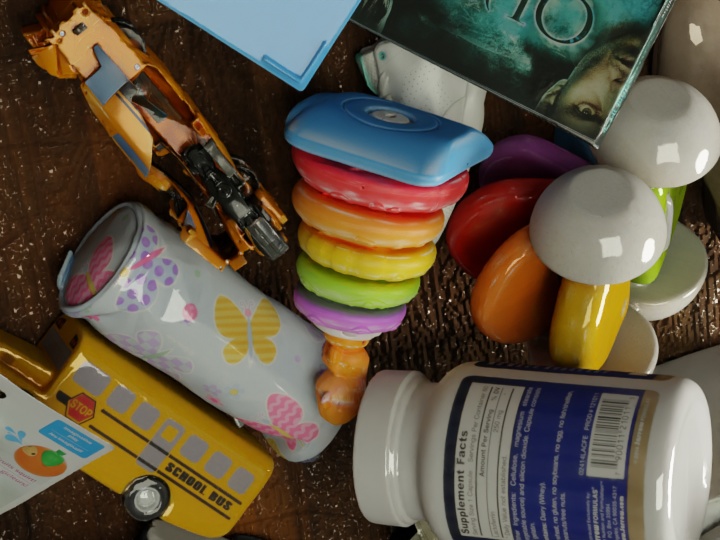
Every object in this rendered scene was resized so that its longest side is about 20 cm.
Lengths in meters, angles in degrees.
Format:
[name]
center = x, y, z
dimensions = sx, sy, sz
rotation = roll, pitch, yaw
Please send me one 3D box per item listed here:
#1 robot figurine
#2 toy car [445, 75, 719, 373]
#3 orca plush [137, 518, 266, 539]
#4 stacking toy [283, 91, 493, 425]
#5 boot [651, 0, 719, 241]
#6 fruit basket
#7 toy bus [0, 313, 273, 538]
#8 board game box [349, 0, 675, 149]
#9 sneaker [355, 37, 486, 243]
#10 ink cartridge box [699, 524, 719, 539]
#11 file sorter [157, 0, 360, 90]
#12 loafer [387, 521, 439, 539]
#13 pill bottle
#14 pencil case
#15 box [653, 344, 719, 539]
[robot figurine]
center = -0.117, -0.079, 1.533
dimensions = 0.058, 0.145, 0.200
rotation = -39, 107, 2
[toy car]
center = 0.135, -0.027, 1.622
dimensions = 0.200, 0.149, 0.176
rotation = -55, 155, -37
[orca plush]
center = -0.064, 0.233, 1.685
dimensions = 0.199, 0.105, 0.071
rotation = 20, 117, -21
[stacking toy]
center = 0.000, 0.000, 1.564
dimensions = 0.109, 0.116, 0.201
rotation = 17, 110, 19
[boot]
center = 0.253, -0.074, 1.653
dimensions = 0.070, 0.146, 0.201
rotation = -21, 114, -10
[fruit basket]
center = -0.273, 0.099, 1.514
dimensions = 0.185, 0.199, 0.094
rotation = 36, 51, -27
[toy bus]
center = -0.155, 0.093, 1.616
dimensions = 0.200, 0.065, 0.078
rotation = 36, 94, -26
[board game box]
center = 0.086, -0.177, 1.552
dimensions = 0.199, 0.028, 0.136
rotation = 27, 93, 15
[sneaker]
center = 0.035, -0.107, 1.618
dimensions = 0.088, 0.075, 0.201
rotation = 15, 101, -7
[ink cartridge box]
center = 0.262, 0.254, 1.585
dimensions = 0.146, 0.084, 0.201
rotation = -33, 117, -7
[file sorter]
center = -0.049, -0.237, 1.501
dimensions = 0.138, 0.123, 0.201
rotation = 31, 97, -22
[loafer]
center = 0.050, 0.181, 1.723
dimensions = 0.069, 0.075, 0.201
rotation = -10, 107, -3
[pill bottle]
center = 0.102, 0.114, 1.545
dimensions = 0.199, 0.116, 0.117
rotation = 4, 113, 22
[pencil case]
center = -0.092, 0.039, 1.610
dimensions = 0.200, 0.090, 0.084
rotation = 36, 67, -27
[box]
center = 0.225, 0.177, 1.704
dimensions = 0.199, 0.199, 0.172
rotation = -18, 114, -14
